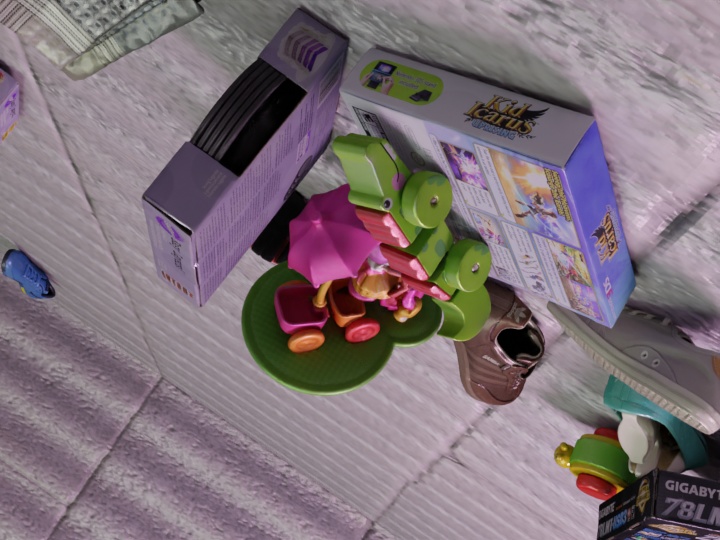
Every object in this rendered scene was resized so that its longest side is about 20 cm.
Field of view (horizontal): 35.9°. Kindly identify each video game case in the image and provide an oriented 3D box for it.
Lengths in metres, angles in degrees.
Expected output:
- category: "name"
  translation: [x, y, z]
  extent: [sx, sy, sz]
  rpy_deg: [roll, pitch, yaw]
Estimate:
- category: "video game case"
  translation: [0.095, -0.056, 0.788]
  extent: [0.181, 0.046, 0.200]
  rpy_deg: [26, 161, 33]

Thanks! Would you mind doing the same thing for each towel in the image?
- category: "towel"
  translation: [-0.216, -0.223, 0.781]
  extent: [0.192, 0.035, 0.200]
  rpy_deg: [-22, 136, 35]

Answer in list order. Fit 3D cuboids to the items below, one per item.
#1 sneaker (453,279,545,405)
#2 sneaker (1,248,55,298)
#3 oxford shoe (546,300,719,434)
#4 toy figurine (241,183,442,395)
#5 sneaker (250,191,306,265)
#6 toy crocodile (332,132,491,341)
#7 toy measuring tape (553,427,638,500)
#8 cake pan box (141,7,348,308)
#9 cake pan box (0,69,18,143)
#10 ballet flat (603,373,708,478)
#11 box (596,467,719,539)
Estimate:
- category: "sneaker"
  translation: [0.136, 0.082, 1.036]
  extent: [0.075, 0.071, 0.200]
  rpy_deg: [23, 160, 31]
- category: "sneaker"
  translation: [-0.749, 0.011, 2.529]
  extent: [0.078, 0.066, 0.200]
  rpy_deg: [18, 159, 13]
- category: "oxford shoe"
  translation: [0.217, 0.059, 0.860]
  extent: [0.075, 0.058, 0.200]
  rpy_deg: [38, 179, -32]
- category: "toy figurine"
  translation: [0.000, 0.000, 0.992]
  extent: [0.185, 0.198, 0.151]
  rpy_deg: [108, 150, -56]
- category: "sneaker"
  translation: [-0.063, -0.018, 1.141]
  extent: [0.200, 0.074, 0.087]
  rpy_deg: [39, 167, -8]
- category: "toy crocodile"
  translation: [0.039, -0.024, 0.800]
  extent: [0.067, 0.062, 0.200]
  rpy_deg: [20, 157, 42]
- category: "toy measuring tape"
  translation: [0.275, 0.200, 1.102]
  extent: [0.199, 0.074, 0.074]
  rpy_deg: [9, 150, 42]
- category: "cake pan box"
  translation: [-0.085, -0.077, 0.836]
  extent: [0.052, 0.185, 0.200]
  rpy_deg: [33, 164, 4]
- category: "cake pan box"
  translation: [-0.523, -0.252, 1.395]
  extent: [0.200, 0.052, 0.184]
  rpy_deg: [37, 161, -7]
- category: "ballet flat"
  translation: [0.254, 0.144, 0.977]
  extent: [0.067, 0.071, 0.200]
  rpy_deg: [17, 156, 38]
- category: "box"
  translation: [0.331, 0.234, 0.999]
  extent: [0.198, 0.050, 0.199]
  rpy_deg: [10, 159, 2]
